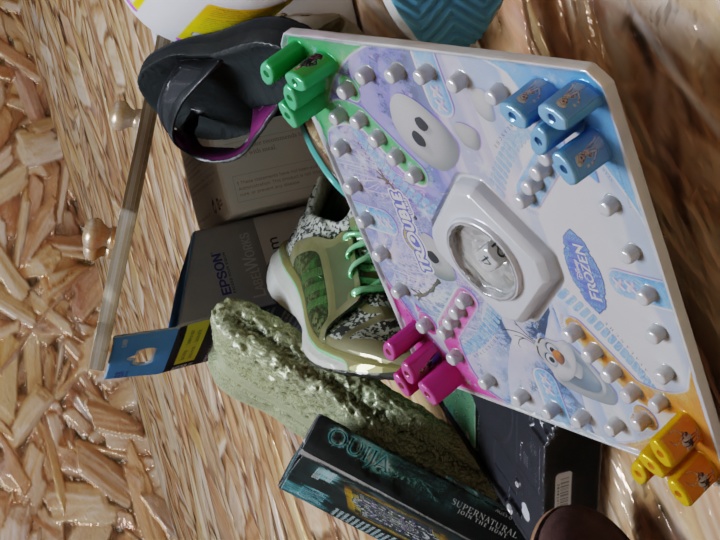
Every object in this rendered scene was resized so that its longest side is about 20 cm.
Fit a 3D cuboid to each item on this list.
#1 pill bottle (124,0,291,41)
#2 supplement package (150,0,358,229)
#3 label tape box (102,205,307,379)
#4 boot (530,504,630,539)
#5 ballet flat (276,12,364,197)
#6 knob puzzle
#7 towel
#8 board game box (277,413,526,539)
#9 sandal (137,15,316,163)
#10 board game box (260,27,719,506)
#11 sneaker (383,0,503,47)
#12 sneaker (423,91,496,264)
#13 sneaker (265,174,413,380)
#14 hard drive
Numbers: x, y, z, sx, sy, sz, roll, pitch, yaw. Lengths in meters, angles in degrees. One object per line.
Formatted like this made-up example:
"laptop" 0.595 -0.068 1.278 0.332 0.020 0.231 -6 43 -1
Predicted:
"pill bottle" -0.067 -0.178 0.780 0.200 0.104 0.104 180 77 -75
"supplement package" -0.068 -0.138 1.024 0.117 0.117 0.200 164 93 -75
"label tape box" -0.078 0.012 1.033 0.143 0.200 0.066 126 131 -71
"boot" 0.146 0.149 0.639 0.166 0.072 0.200 112 145 -45
"ballet flat" -0.015 -0.108 0.885 0.070 0.065 0.200 37 -168 -44
"knob puzzle" -0.161 -0.024 0.984 0.220 0.030 0.220 -169 90 -81
"towel" -0.009 0.090 0.945 0.200 0.037 0.148 33 164 4
"board game box" 0.020 0.139 0.915 0.028 0.135 0.200 -62 0 -15
"sandal" -0.075 -0.091 0.825 0.200 0.075 0.048 -10 55 64
"board game box" 0.052 -0.004 0.659 0.200 0.026 0.200 17 138 50
"sneaker" 0.028 -0.195 0.728 0.081 0.076 0.200 109 152 -76
"sneaker" 0.050 -0.043 0.715 0.200 0.075 0.089 151 138 -83
"sneaker" 0.000 0.000 0.868 0.200 0.077 0.089 43 126 57
"hard drive" 0.071 0.038 0.825 0.200 0.038 0.140 -125 26 -52
